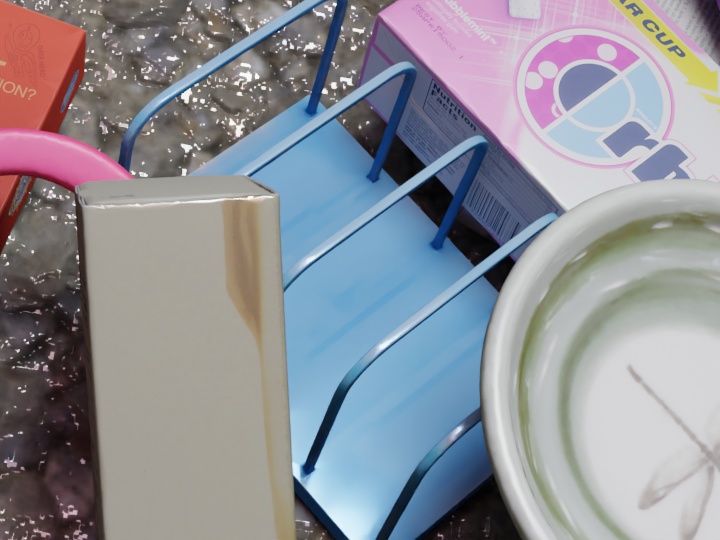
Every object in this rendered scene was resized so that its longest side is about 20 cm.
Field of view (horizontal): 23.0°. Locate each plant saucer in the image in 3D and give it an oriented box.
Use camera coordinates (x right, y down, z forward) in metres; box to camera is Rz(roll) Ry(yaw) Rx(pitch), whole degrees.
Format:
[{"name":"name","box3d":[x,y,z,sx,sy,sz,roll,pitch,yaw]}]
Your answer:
[{"name":"plant saucer","box3d":[0.133,0.064,0.683,0.199,0.050,0.202,7,65,-16]}]

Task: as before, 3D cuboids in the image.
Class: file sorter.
[{"name":"file sorter","box3d":[0.000,0.000,0.771,0.138,0.123,0.200,-36,75,-25]}]

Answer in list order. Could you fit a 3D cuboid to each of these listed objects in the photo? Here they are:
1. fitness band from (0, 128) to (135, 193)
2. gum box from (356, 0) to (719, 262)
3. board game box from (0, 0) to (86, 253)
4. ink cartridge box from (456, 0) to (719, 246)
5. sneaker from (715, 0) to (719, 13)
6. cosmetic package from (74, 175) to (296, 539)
[{"name":"fitness band","box3d":[-0.138,0.043,0.716,0.142,0.037,0.202,-6,94,-9]},{"name":"gum box","box3d":[0.100,-0.066,0.810,0.113,0.066,0.200,-36,74,-24]},{"name":"board game box","box3d":[-0.228,-0.047,0.793,0.152,0.040,0.201,19,60,-2]},{"name":"ink cartridge box","box3d":[0.168,-0.064,0.886,0.175,0.045,0.201,30,61,4]},{"name":"sneaker","box3d":[0.212,-0.101,0.849,0.088,0.081,0.200,-34,73,-14]},{"name":"cosmetic package","box3d":[-0.065,0.068,0.660,0.071,0.105,0.202,-4,99,-10]}]
